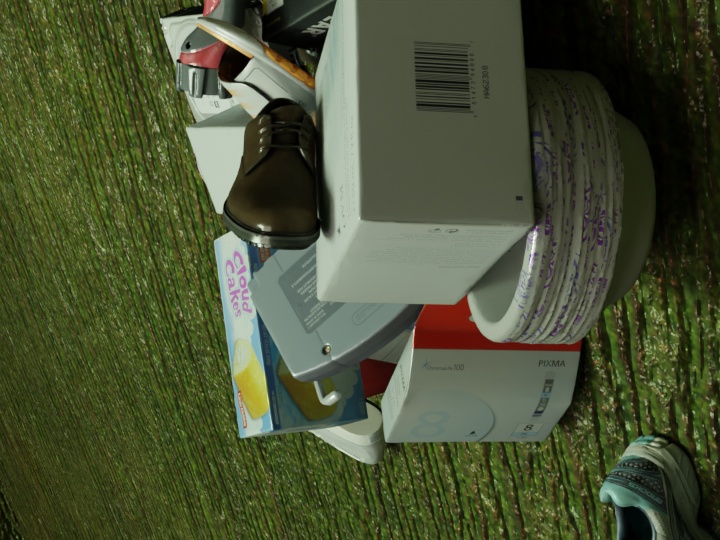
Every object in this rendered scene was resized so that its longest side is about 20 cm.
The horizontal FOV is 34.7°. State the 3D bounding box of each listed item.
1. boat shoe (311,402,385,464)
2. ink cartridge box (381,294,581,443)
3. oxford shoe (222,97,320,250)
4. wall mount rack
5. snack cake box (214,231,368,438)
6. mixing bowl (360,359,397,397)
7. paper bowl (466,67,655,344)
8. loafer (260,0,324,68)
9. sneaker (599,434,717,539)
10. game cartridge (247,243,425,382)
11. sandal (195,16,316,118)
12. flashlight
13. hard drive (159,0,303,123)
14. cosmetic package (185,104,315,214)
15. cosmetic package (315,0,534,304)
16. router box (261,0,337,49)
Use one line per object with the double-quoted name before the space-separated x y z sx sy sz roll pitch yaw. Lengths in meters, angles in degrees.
"boat shoe" -0.045 0.173 1.409 0.199 0.072 0.069 21 133 33
"ink cartridge box" 0.117 0.088 1.010 0.200 0.159 0.047 110 158 -53
"oxford shoe" -0.065 -0.078 0.868 0.200 0.072 0.085 -104 20 -61
"wall mount rack" 0.052 0.066 1.075 0.174 0.199 0.075 -46 48 30
"snack cake box" -0.069 0.058 1.139 0.067 0.115 0.201 -23 73 53
"mixing bowl" -0.047 0.072 1.276 0.200 0.108 0.201 36 144 33
"paper bowl" 0.145 -0.046 0.851 0.201 0.104 0.202 -179 90 -79
"loafer" -0.044 -0.221 1.047 0.200 0.073 0.071 53 148 10
"sneaker" 0.262 0.249 1.008 0.077 0.086 0.201 -10 108 58
"game cartridge" 0.000 0.000 1.002 0.040 0.200 0.134 28 -153 -52
"sandal" -0.060 -0.143 0.987 0.206 0.059 0.079 31 -173 -23
"flashlight" -0.140 -0.268 1.100 0.068 0.067 0.201 28 121 47
"hard drive" -0.130 -0.210 1.217 0.200 0.038 0.140 11 126 50
"cosmetic package" -0.082 -0.108 1.132 0.200 0.074 0.102 12 125 53
"cosmetic package" 0.036 -0.096 0.846 0.200 0.122 0.201 117 153 -71
"router box" -0.013 -0.274 0.912 0.200 0.051 0.150 -11 77 59
